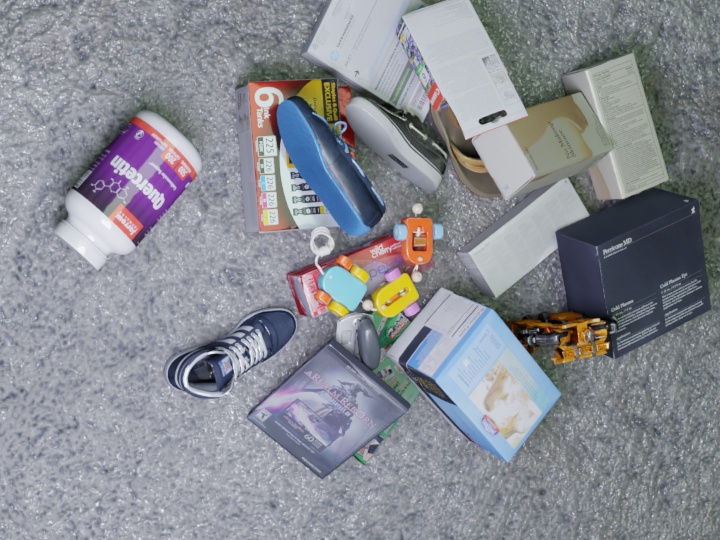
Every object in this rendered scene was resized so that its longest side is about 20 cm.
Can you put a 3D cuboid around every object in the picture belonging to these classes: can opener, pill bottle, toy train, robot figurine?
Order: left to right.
[{"bbox_3d":[-0.304,-0.102,1.517,0.112,0.112,0.201,42,79,-16],"label":"pill bottle"},{"bbox_3d":[-0.008,0.149,1.582,0.052,0.067,0.203,-6,121,-19],"label":"can opener"},{"bbox_3d":[0.017,-0.010,1.592,0.197,0.055,0.153,-6,93,-23],"label":"toy train"},{"bbox_3d":[0.284,0.095,1.684,0.143,0.200,0.059,-10,95,-18],"label":"robot figurine"}]

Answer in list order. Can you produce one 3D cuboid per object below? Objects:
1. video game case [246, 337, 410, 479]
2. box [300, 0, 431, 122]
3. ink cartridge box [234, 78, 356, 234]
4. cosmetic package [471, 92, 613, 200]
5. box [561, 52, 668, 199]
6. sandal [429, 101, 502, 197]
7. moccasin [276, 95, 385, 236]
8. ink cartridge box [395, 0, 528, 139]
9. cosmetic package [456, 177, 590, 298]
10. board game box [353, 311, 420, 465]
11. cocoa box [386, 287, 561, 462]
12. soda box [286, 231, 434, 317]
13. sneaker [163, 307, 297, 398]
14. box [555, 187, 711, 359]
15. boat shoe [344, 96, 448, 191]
[{"bbox_3d":[-0.046,0.191,1.589,0.142,0.200,0.019,40,37,-10],"label":"video game case"},{"bbox_3d":[0.034,-0.325,1.667,0.198,0.041,0.158,28,82,-19],"label":"box"},{"bbox_3d":[-0.075,-0.158,1.611,0.173,0.084,0.204,-6,93,-20],"label":"ink cartridge box"},{"bbox_3d":[0.264,-0.181,1.683,0.199,0.071,0.106,-22,78,-42],"label":"cosmetic package"},{"bbox_3d":[0.386,-0.217,1.773,0.094,0.078,0.203,-20,98,-18],"label":"box"},{"bbox_3d":[0.167,-0.182,1.696,0.080,0.054,0.201,-42,121,-15],"label":"sandal"},{"bbox_3d":[-0.039,-0.141,1.539,0.068,0.080,0.202,-34,97,-35],"label":"moccasin"},{"bbox_3d":[0.140,-0.274,1.622,0.108,0.050,0.202,-21,76,-18],"label":"ink cartridge box"},{"bbox_3d":[0.245,-0.052,1.744,0.199,0.051,0.083,-37,105,-15],"label":"cosmetic package"},{"bbox_3d":[0.017,0.157,1.683,0.134,0.029,0.201,42,79,-15],"label":"board game box"},{"bbox_3d":[0.162,0.147,1.654,0.134,0.131,0.200,-49,121,-12],"label":"cocoa box"},{"bbox_3d":[0.000,0.000,1.649,0.197,0.070,0.064,-22,99,-18],"label":"soda box"},{"bbox_3d":[-0.163,0.113,1.576,0.198,0.108,0.071,-26,100,-17],"label":"sneaker"},{"bbox_3d":[0.410,0.000,1.750,0.198,0.104,0.185,-22,114,-22],"label":"box"},{"bbox_3d":[0.053,-0.192,1.652,0.200,0.070,0.064,40,69,-39],"label":"boat shoe"}]
